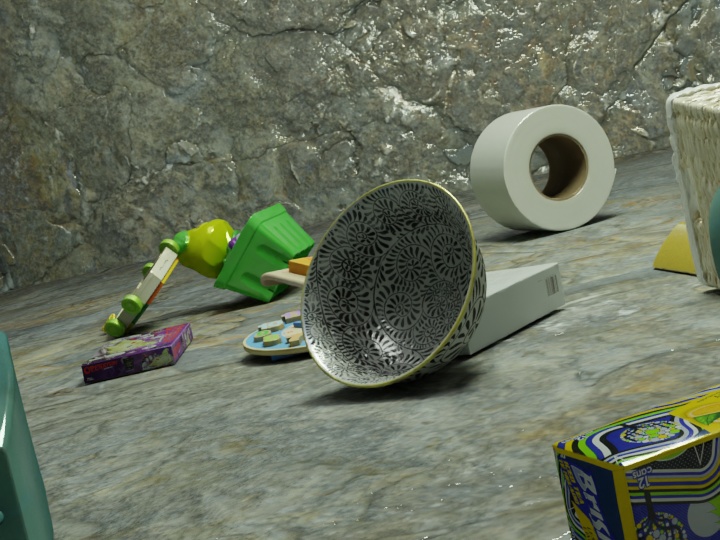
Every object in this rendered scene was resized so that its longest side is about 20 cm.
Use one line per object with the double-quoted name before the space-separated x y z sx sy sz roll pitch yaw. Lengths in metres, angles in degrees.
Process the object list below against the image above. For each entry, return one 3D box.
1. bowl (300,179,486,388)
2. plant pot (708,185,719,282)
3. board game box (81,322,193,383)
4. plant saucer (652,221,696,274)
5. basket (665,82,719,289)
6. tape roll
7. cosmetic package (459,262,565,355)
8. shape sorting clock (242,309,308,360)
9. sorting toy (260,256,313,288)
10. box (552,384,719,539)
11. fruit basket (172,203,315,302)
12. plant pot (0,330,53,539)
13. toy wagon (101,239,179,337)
"bowl" 0.048 0.025 1.237 0.200 0.202 0.094 -8 -25 37
"plant pot" 0.333 -0.023 0.887 0.160 0.202 0.200 -23 -2 38
"board game box" -0.291 0.107 1.757 0.119 0.033 0.200 -9 6 0
"plant saucer" 0.444 -0.043 1.466 0.199 0.049 0.200 -14 5 -9
"basket" 0.411 -0.088 1.246 0.199 0.200 0.161 -12 8 1
"tape roll" 0.296 -0.166 2.179 0.201 0.204 0.139 -15 7 -18
"cosmetic package" 0.100 0.044 1.383 0.150 0.052 0.200 -5 10 38
"shape sorting clock" -0.042 0.063 1.567 0.199 0.040 0.200 -13 6 1
"sorting toy" 0.000 0.000 1.698 0.199 0.037 0.184 6 13 44
"box" 0.197 0.091 0.647 0.199 0.071 0.064 -16 9 -23
"fruit basket" -0.197 -0.041 2.157 0.215 0.156 0.216 29 12 -7
"plant pot" -0.287 0.144 0.904 0.140 0.142 0.200 -15 14 -17
"toy wagon" -0.354 0.042 2.119 0.200 0.039 0.156 -48 11 42
